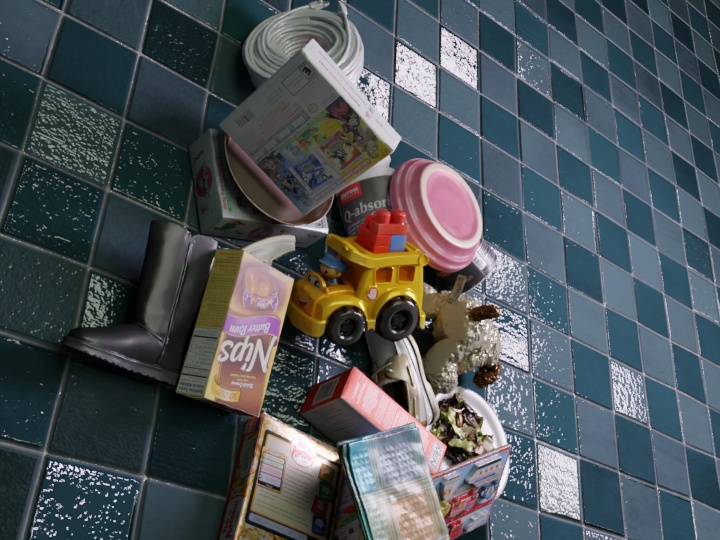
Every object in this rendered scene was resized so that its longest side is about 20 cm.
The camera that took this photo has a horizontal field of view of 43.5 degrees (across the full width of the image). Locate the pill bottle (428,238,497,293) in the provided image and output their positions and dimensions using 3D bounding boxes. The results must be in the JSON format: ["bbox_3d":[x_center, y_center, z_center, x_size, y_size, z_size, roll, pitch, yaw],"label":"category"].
[{"bbox_3d":[0.141,-0.061,1.592,0.200,0.106,0.106,46,45,-14],"label":"pill bottle"}]

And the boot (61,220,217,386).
[{"bbox_3d":[-0.276,0.028,1.145,0.165,0.066,0.201,29,71,-44],"label":"boot"}]

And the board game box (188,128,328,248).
[{"bbox_3d":[-0.153,-0.123,1.380,0.200,0.064,0.148,8,63,-42],"label":"board game box"}]

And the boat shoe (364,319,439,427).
[{"bbox_3d":[0.055,0.160,1.418,0.068,0.075,0.200,-23,83,-48],"label":"boat shoe"}]

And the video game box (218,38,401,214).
[{"bbox_3d":[-0.072,-0.194,1.258,0.182,0.200,0.047,48,42,-13],"label":"video game box"}]

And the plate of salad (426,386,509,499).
[{"bbox_3d":[0.185,0.286,1.494,0.200,0.048,0.201,20,57,-34],"label":"plate of salad"}]

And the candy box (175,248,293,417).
[{"bbox_3d":[-0.164,0.085,1.205,0.117,0.056,0.201,33,67,-52],"label":"candy box"}]

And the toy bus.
[{"bbox_3d":[0.000,0.000,1.333,0.200,0.136,0.193,-5,114,-29],"label":"toy bus"}]

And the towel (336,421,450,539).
[{"bbox_3d":[0.051,0.302,1.156,0.146,0.022,0.201,-5,73,-45],"label":"towel"}]

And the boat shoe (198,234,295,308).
[{"bbox_3d":[-0.168,0.004,1.299,0.200,0.071,0.069,-24,86,-38],"label":"boat shoe"}]

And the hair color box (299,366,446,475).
[{"bbox_3d":[0.020,0.236,1.326,0.200,0.101,0.061,44,46,-19],"label":"hair color box"}]

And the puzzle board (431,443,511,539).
[{"bbox_3d":[0.154,0.354,1.377,0.200,0.151,0.017,-8,31,-46],"label":"puzzle board"}]

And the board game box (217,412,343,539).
[{"bbox_3d":[-0.102,0.313,1.210,0.151,0.046,0.200,32,50,-27],"label":"board game box"}]

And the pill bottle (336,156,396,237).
[{"bbox_3d":[0.024,-0.101,1.496,0.116,0.116,0.201,-1,69,-43],"label":"pill bottle"}]

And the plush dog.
[{"bbox_3d":[0.181,0.105,1.522,0.172,0.160,0.200,29,41,-59],"label":"plush dog"}]

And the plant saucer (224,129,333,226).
[{"bbox_3d":[-0.126,-0.153,1.354,0.200,0.032,0.201,21,55,-34],"label":"plant saucer"}]

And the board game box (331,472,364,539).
[{"bbox_3d":[0.006,0.336,1.223,0.040,0.153,0.200,31,51,-29],"label":"board game box"}]

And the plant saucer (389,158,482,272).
[{"bbox_3d":[0.134,-0.098,1.482,0.200,0.051,0.201,26,51,-37],"label":"plant saucer"}]

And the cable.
[{"bbox_3d":[-0.094,-0.354,1.487,0.199,0.069,0.200,-15,52,-10],"label":"cable"}]
